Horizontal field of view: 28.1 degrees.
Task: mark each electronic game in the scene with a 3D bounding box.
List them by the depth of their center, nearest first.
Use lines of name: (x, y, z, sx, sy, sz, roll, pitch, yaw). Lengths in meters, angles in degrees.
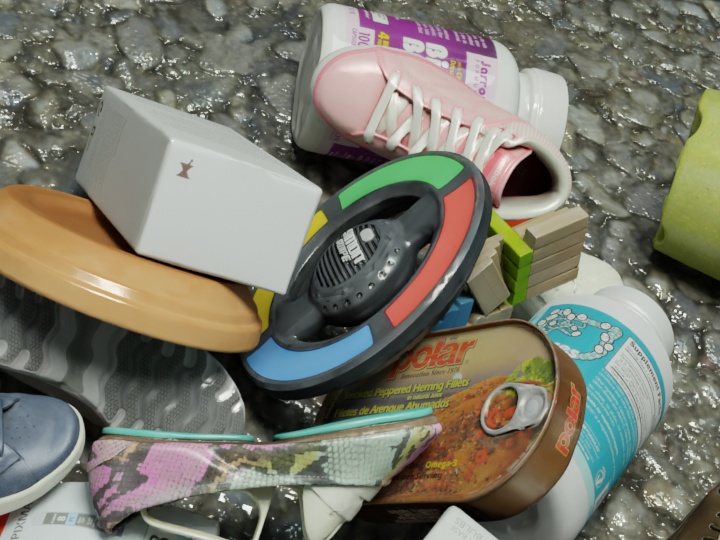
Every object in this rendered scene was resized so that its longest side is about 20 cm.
electronic game: (0.000, 0.000, 0.922, 0.042, 0.198, 0.201, 47, 37, -28)

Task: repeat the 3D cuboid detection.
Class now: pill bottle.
pill bottle: (0.133, 0.089, 0.936, 0.110, 0.111, 0.200, 36, 46, 13)
pill bottle: (0.053, -0.129, 1.101, 0.197, 0.113, 0.113, 10, 46, -12)

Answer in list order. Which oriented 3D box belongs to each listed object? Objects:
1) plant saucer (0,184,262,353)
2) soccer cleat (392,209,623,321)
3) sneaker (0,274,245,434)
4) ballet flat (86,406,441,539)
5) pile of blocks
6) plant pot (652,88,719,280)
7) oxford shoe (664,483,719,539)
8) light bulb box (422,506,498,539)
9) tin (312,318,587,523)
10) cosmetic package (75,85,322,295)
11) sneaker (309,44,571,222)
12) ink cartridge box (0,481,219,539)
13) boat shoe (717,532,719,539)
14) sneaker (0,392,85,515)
plant saucer: (-0.148, -0.007, 0.881, 0.198, 0.038, 0.200, 23, 7, -3)
soccer cleat: (0.106, -0.002, 1.030, 0.197, 0.078, 0.070, 7, 47, -17)
sneaker: (-0.158, 0.053, 0.877, 0.199, 0.082, 0.075, 33, 81, -15)
ballet flat: (-0.052, 0.117, 0.797, 0.197, 0.069, 0.072, -4, 81, -3)
pile of blocks: (0.059, 0.013, 0.953, 0.199, 0.082, 0.062, -38, 54, -6)
plant pot: (0.330, -0.050, 1.105, 0.182, 0.202, 0.201, 19, 44, 11)
oxford shoe: (0.217, 0.185, 0.902, 0.072, 0.085, 0.200, 36, 48, 10)
light bulb box: (0.052, 0.269, 0.729, 0.197, 0.126, 0.200, 36, 45, 11)
tin: (0.047, 0.090, 0.838, 0.042, 0.199, 0.113, 31, 63, -34)
cosmetic package: (-0.109, -0.055, 0.916, 0.100, 0.072, 0.200, 17, 8, -24)
sneaker: (0.062, -0.094, 1.000, 0.198, 0.076, 0.105, 24, 11, -14)
ink cartridge box: (-0.188, 0.178, 0.768, 0.197, 0.048, 0.161, 20, 45, -6)
boat shoe: (0.230, 0.231, 0.826, 0.072, 0.065, 0.203, 14, 76, -17)
sneaker: (-0.249, 0.087, 0.777, 0.197, 0.085, 0.076, -7, 46, -14)
